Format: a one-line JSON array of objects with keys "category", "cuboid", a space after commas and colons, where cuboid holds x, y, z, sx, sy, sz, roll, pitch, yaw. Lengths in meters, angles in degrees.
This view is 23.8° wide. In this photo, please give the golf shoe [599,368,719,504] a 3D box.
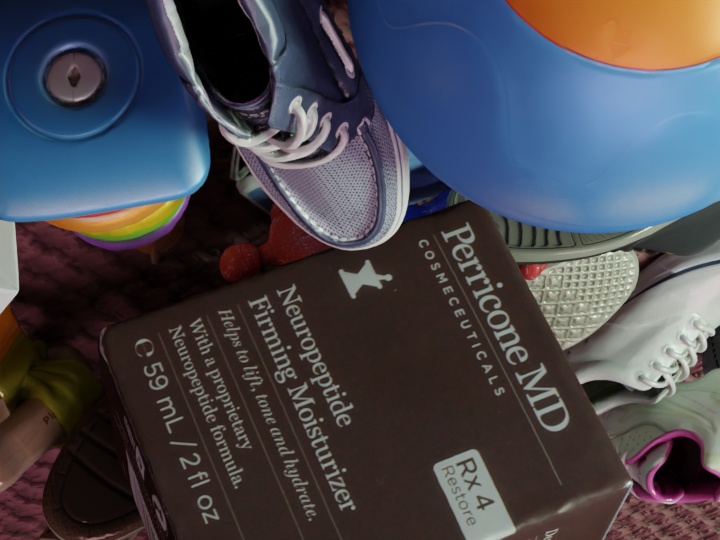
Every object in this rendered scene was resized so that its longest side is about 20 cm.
[{"category": "golf shoe", "cuboid": [0.185, 0.109, 1.108, 0.091, 0.076, 0.199, -40, -161, -35]}]

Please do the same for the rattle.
[{"category": "rattle", "cuboid": [-0.249, 0.064, 0.982, 0.143, 0.131, 0.199, 40, 158, -26]}]

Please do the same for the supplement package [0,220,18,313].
[{"category": "supplement package", "cuboid": [-0.263, 0.004, 0.823, 0.121, 0.120, 0.200, 13, 140, -34]}]

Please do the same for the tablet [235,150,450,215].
[{"category": "tablet", "cuboid": [0.044, -0.064, 0.889, 0.199, 0.014, 0.130, -20, 166, 11]}]

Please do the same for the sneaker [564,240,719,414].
[{"category": "sneaker", "cuboid": [0.187, 0.046, 1.078, 0.199, 0.071, 0.073, -33, 142, 26]}]

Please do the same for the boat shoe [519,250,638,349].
[{"category": "boat shoe", "cuboid": [0.072, 0.025, 1.017, 0.199, 0.063, 0.075, -30, 129, 23]}]

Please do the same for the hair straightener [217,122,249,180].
[{"category": "hair straightener", "cuboid": [-0.056, -0.103, 0.781, 0.041, 0.077, 0.200, 29, 152, 7]}]

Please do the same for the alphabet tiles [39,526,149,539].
[{"category": "alphabet tiles", "cuboid": [-0.122, 0.123, 1.011, 0.008, 0.167, 0.200, 47, 152, -18]}]

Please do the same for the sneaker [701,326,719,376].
[{"category": "sneaker", "cuboid": [0.311, 0.037, 1.099, 0.114, 0.076, 0.200, -3, 152, -26]}]

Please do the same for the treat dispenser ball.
[{"category": "treat dispenser ball", "cuboid": [0.094, -0.116, 0.681, 0.199, 0.202, 0.201, -8, 147, -5]}]

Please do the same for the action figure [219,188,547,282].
[{"category": "action figure", "cuboid": [0.000, 0.000, 0.917, 0.199, 0.066, 0.099, -5, 153, -38]}]

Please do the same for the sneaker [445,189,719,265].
[{"category": "sneaker", "cuboid": [0.138, -0.030, 0.918, 0.199, 0.075, 0.106, -15, 157, -11]}]

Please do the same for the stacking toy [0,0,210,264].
[{"category": "stacking toy", "cuboid": [-0.117, -0.052, 0.826, 0.109, 0.117, 0.200, -8, 161, 2]}]

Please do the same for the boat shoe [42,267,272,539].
[{"category": "boat shoe", "cuboid": [-0.103, 0.083, 0.963, 0.200, 0.072, 0.076, -44, 180, -26]}]

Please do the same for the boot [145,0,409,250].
[{"category": "boot", "cuboid": [-0.036, -0.067, 0.693, 0.072, 0.091, 0.201, -16, 126, 17]}]

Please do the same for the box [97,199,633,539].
[{"category": "box", "cuboid": [-0.005, 0.098, 0.826, 0.199, 0.167, 0.165, -20, 154, -14]}]
